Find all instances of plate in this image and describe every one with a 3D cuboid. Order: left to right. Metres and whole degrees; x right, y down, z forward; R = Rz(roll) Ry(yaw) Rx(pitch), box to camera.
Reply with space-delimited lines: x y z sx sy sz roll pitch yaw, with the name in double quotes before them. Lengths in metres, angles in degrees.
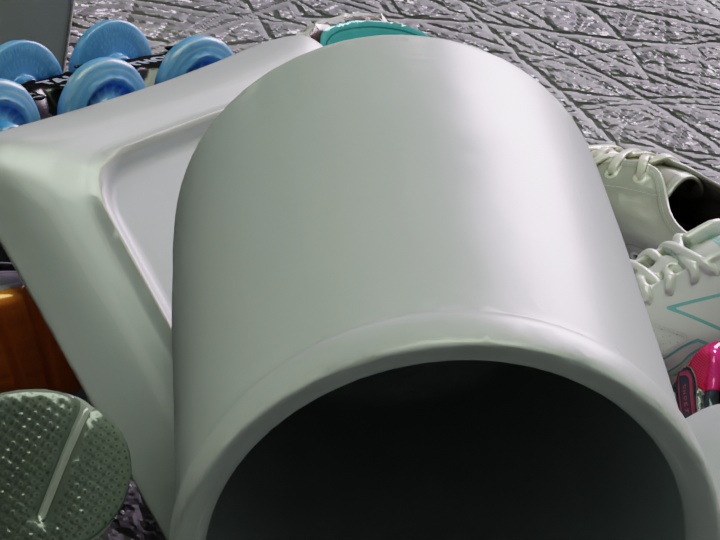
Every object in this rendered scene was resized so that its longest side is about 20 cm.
"plate" -0.031 0.008 1.120 0.199 0.032 0.200 -23 80 -44

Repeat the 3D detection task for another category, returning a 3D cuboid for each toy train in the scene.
"toy train" -0.122 -0.036 1.197 0.200 0.115 0.087 -17 21 -41

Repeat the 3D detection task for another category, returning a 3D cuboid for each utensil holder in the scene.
"utensil holder" 0.018 0.038 0.963 0.169 0.170 0.200 6 31 -10

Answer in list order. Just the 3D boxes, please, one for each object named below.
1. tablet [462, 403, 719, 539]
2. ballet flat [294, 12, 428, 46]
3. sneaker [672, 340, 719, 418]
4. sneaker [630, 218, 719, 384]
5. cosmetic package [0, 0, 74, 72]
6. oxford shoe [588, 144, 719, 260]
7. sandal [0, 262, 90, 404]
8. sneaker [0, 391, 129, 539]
"tablet" 0.061 0.122 0.980 0.199 0.014 0.130 -26 35 -3
"ballet flat" -0.035 -0.078 1.369 0.072 0.072 0.200 27 25 27
"sneaker" 0.179 0.103 1.104 0.080 0.075 0.200 -11 36 -38
"sneaker" 0.132 0.015 1.246 0.200 0.080 0.070 -1 32 -20
"cosmetic package" -0.170 -0.141 1.390 0.073 0.104 0.200 9 29 -7
"oxford shoe" 0.122 -0.034 1.356 0.075 0.058 0.200 -20 40 -42
"sandal" -0.174 0.030 1.094 0.206 0.079 0.059 -7 35 -28
"sneaker" -0.179 0.090 0.991 0.199 0.071 0.080 -8 -10 -8
